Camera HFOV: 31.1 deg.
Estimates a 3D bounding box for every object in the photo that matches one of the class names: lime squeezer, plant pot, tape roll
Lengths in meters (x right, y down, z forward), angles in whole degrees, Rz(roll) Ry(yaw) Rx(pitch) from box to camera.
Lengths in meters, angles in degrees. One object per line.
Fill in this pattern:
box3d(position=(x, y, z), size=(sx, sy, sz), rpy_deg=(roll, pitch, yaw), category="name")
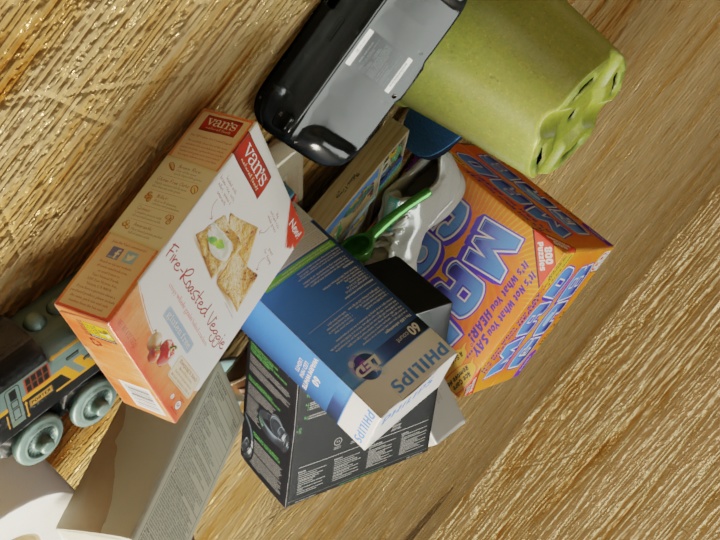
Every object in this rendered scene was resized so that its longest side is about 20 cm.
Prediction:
box3d(position=(0.000, 0.000, 1.262), size=(0.200, 0.070, 0.038), rpy_deg=(-63, -157, 9), category="lime squeezer")
box3d(position=(0.124, -0.186, 1.140), size=(0.200, 0.184, 0.201), rpy_deg=(-43, 160, -20), category="plant pot")
box3d(position=(-0.335, 0.241, 1.103), size=(0.202, 0.071, 0.203), rpy_deg=(-42, 161, -19), category="tape roll")

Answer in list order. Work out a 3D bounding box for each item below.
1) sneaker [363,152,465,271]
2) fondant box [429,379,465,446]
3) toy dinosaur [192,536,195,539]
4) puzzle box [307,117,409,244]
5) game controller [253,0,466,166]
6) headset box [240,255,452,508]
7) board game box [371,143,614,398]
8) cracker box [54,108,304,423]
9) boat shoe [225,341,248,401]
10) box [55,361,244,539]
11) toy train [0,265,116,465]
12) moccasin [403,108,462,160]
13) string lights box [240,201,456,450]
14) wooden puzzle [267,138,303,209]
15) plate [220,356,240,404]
box3d(position=(0.034, -0.041, 1.315), size=(0.200, 0.075, 0.089), rpy_deg=(-60, 158, -13), category="sneaker")
box3d(position=(0.002, 0.132, 1.413), size=(0.058, 0.145, 0.200), rpy_deg=(-31, -174, -42), category="fondant box")
box3d(position=(-0.197, 0.292, 1.338), size=(0.086, 0.136, 0.200), rpy_deg=(-35, 165, -17), category="toy dinosaur")
box3d(position=(-0.024, -0.043, 1.267), size=(0.200, 0.025, 0.133), rpy_deg=(-51, 168, -26), category="puzzle box")
box3d(position=(0.003, -0.179, 1.045), size=(0.104, 0.042, 0.200), rpy_deg=(29, 104, -39), category="game controller")
box3d(position=(-0.016, 0.098, 1.229), size=(0.174, 0.093, 0.201), rpy_deg=(-17, 131, -31), category="headset box")
box3d(position=(0.129, -0.006, 1.472), size=(0.200, 0.200, 0.200), rpy_deg=(-56, 160, 18), category="board game box")
box3d(position=(-0.129, -0.005, 0.985), size=(0.200, 0.058, 0.134), rpy_deg=(-58, 148, -27), category="cracker box")
box3d(position=(-0.078, 0.054, 1.332), size=(0.076, 0.074, 0.200), rpy_deg=(-6, -150, 47), category="boat shoe")
box3d(position=(-0.182, 0.178, 1.157), size=(0.200, 0.077, 0.095), rpy_deg=(-67, 151, -41), category="box")
box3d(position=(-0.229, 0.064, 0.995), size=(0.200, 0.085, 0.114), rpy_deg=(-38, 149, -31), category="toy train")
box3d(position=(0.120, -0.191, 1.287), size=(0.200, 0.080, 0.068), rpy_deg=(-51, 166, 7), category="moccasin")
box3d(position=(-0.028, 0.043, 1.100), size=(0.103, 0.200, 0.059), rpy_deg=(-36, 162, -35), category="string lights box")
box3d(position=(-0.114, -0.009, 1.173), size=(0.185, 0.037, 0.200), rpy_deg=(-43, 160, -18), category="wooden puzzle")
box3d(position=(-0.193, 0.160, 1.341), size=(0.200, 0.026, 0.200), rpy_deg=(-42, 160, -19), category="plate")
